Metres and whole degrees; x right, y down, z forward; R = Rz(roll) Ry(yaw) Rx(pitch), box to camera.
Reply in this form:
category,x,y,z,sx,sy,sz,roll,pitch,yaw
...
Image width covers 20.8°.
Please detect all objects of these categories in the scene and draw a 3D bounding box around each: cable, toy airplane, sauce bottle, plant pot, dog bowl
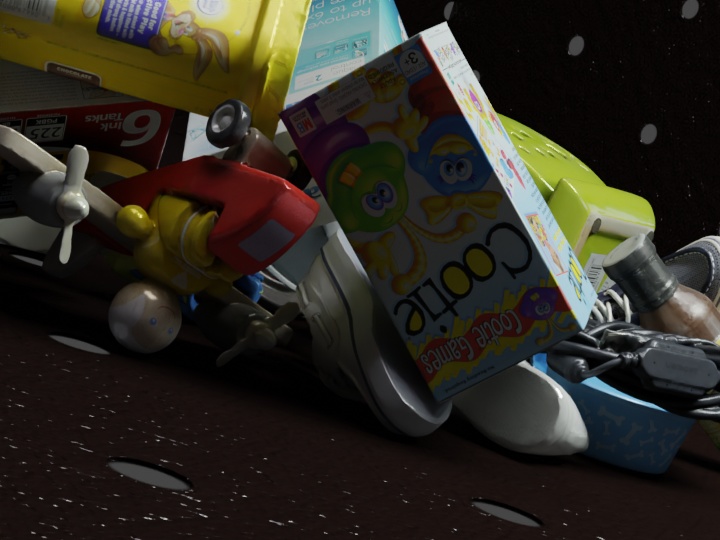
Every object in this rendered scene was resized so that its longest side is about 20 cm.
category,x,y,z,sx,sy,sz,roll,pitch,yaw
cable,0.188,0.064,1.369,0.200,0.051,0.163,10,4,-38
toy airplane,-0.132,-0.014,1.215,0.200,0.141,0.199,13,-26,-1
sauce bottle,0.253,0.062,1.474,0.200,0.065,0.065,52,1,-9
plant pot,0.134,-0.019,1.738,0.181,0.200,0.199,30,11,31
dog bowl,0.175,0.099,1.422,0.111,0.050,0.200,17,5,-5

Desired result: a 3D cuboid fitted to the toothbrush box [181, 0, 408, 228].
category,x,y,z,sx,sy,sz,roll,pitch,yaw
toothbrush box,-0.040,-0.117,1.402,0.146,0.085,0.200,-16,35,13

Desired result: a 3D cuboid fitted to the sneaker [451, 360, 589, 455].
category,x,y,z,sx,sy,sz,roll,pitch,yaw
sneaker,0.072,0.066,1.324,0.200,0.075,0.088,40,6,32

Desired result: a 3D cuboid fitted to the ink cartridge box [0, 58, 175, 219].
category,x,y,z,sx,sy,sz,roll,pitch,yaw
ink cartridge box,-0.238,-0.089,1.301,0.200,0.084,0.176,-7,-27,-20

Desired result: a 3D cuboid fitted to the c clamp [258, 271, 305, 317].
category,x,y,z,sx,sy,sz,roll,pitch,yaw
c clamp,-0.083,-0.022,1.622,0.171,0.027,0.200,43,23,26

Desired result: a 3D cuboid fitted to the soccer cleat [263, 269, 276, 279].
category,x,y,z,sx,sy,sz,roll,pitch,yaw
soccer cleat,-0.075,-0.017,1.755,0.073,0.068,0.200,42,16,26

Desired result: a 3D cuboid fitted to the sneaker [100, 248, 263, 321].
category,x,y,z,sx,sy,sz,roll,pitch,yaw
sneaker,-0.106,0.008,1.425,0.105,0.076,0.200,40,14,22

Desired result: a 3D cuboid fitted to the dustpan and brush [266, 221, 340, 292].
category,x,y,z,sx,sy,sz,roll,pitch,yaw
dustpan and brush,0.000,0.000,1.396,0.139,0.200,0.057,-22,-11,-5

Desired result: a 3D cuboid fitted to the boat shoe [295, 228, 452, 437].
category,x,y,z,sx,sy,sz,roll,pitch,yaw
boat shoe,0.003,0.052,1.263,0.074,0.065,0.200,35,19,-27

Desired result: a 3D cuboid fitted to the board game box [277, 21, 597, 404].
category,x,y,z,sx,sy,sz,roll,pitch,yaw
board game box,0.050,-0.038,1.207,0.200,0.103,0.105,61,15,-3

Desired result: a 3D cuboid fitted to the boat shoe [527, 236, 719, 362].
category,x,y,z,sx,sy,sz,roll,pitch,yaw
boat shoe,0.205,0.040,1.533,0.093,0.200,0.075,8,48,-36

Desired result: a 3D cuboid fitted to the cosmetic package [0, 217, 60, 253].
category,x,y,z,sx,sy,sz,roll,pitch,yaw
cosmetic package,-0.279,-0.071,1.536,0.105,0.071,0.200,14,7,-29

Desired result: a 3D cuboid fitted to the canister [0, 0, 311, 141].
category,x,y,z,sx,sy,sz,roll,pitch,yaw
canister,-0.132,-0.175,1.228,0.200,0.149,0.087,16,-34,-5
